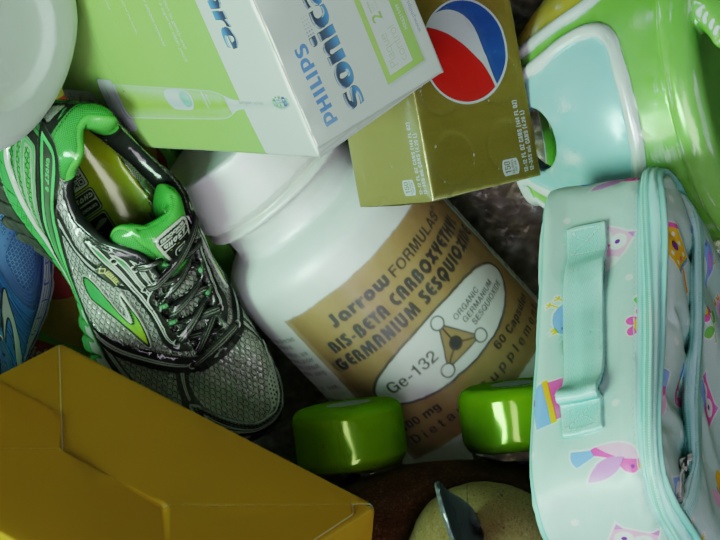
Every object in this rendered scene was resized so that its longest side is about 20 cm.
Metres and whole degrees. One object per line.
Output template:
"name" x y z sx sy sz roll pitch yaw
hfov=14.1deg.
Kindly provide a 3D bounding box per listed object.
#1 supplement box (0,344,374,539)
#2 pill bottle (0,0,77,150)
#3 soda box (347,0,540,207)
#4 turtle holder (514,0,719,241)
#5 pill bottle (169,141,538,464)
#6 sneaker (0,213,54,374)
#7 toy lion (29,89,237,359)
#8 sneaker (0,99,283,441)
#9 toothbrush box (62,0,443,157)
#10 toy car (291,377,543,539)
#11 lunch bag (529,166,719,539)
"supplement box" -0.114 0.177 1.322 0.197 0.133 0.201 25 125 32
"pill bottle" -0.237 -0.126 1.369 0.199 0.112 0.113 17 121 35
"soda box" 0.025 -0.135 1.377 0.068 0.064 0.201 -14 95 -33
"turtle holder" 0.132 -0.097 1.398 0.131 0.141 0.186 -10 123 23
"pill bottle" 0.000 0.000 1.457 0.114 0.114 0.200 -38 108 17
"sneaker" -0.190 0.026 1.400 0.078 0.089 0.201 0 72 -2
"toy lion" -0.148 -0.019 1.488 0.199 0.069 0.192 21 106 -8
"sneaker" -0.103 0.005 1.394 0.078 0.085 0.200 -46 109 -24
"toothbrush box" -0.075 -0.137 1.348 0.086 0.200 0.146 -35 113 -28
"toy car" 0.039 0.144 1.325 0.157 0.200 0.165 -7 93 4
"lunch bag" 0.130 0.063 1.313 0.077 0.201 0.161 -10 140 17
